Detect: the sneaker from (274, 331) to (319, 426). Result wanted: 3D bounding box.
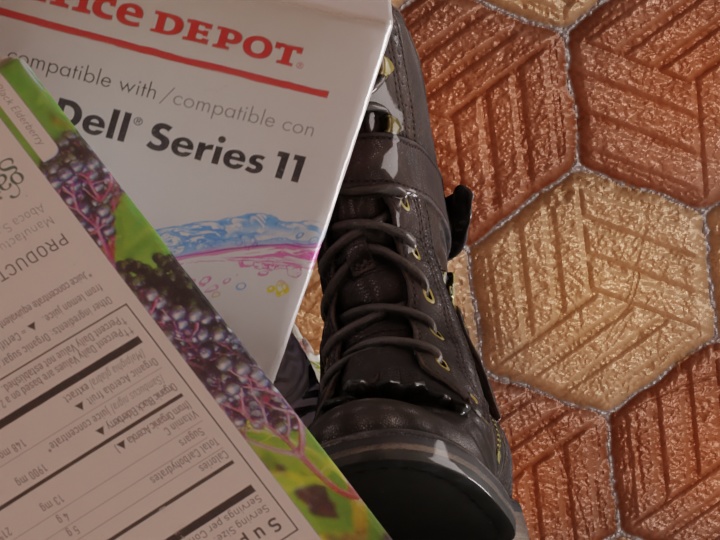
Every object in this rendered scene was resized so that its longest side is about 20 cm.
[{"bbox_3d":[-0.061,0.013,0.925,0.115,0.075,0.200,-96,162,-86],"label":"sneaker"}]

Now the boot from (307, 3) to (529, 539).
[{"bbox_3d":[0.000,0.000,0.834,0.200,0.069,0.175,54,26,-76],"label":"boot"}]

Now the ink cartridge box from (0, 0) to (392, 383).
[{"bbox_3d":[-0.063,-0.038,0.732,0.067,0.117,0.200,-95,-160,-61],"label":"ink cartridge box"}]

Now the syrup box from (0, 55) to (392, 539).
[{"bbox_3d":[-0.052,0.063,0.633,0.200,0.081,0.079,51,-26,14],"label":"syrup box"}]

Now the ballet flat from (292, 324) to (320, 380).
[{"bbox_3d":[-0.064,0.024,1.021,0.076,0.064,0.200,-59,-151,13],"label":"ballet flat"}]
